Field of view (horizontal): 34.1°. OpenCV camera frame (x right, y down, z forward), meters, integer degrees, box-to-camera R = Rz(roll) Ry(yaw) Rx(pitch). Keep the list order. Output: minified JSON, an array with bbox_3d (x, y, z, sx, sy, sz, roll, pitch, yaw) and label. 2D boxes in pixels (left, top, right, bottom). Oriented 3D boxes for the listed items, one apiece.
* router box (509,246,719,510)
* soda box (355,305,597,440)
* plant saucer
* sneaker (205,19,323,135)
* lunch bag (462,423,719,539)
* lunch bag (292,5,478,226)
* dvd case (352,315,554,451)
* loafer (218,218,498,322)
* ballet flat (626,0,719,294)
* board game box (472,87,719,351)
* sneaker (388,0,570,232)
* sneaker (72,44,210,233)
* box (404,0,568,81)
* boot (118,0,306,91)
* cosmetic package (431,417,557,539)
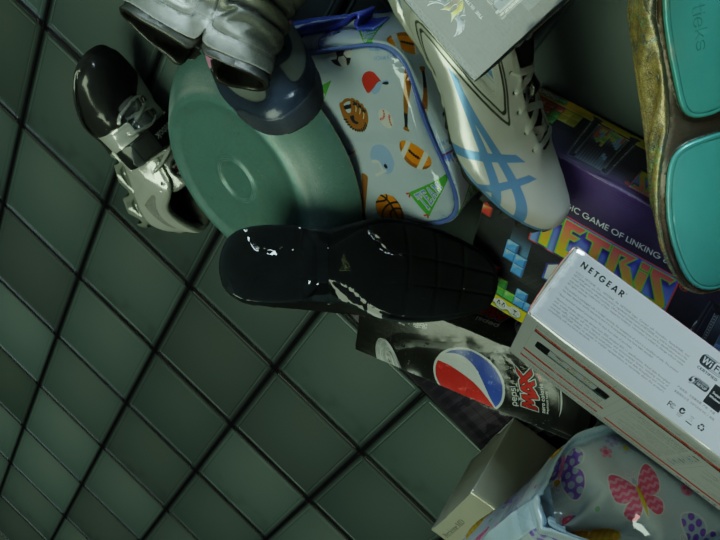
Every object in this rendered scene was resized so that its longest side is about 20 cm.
[{"bbox_3d":[0.187,0.079,0.719,0.199,0.049,0.180,37,174,9],"label":"router box"},{"bbox_3d":[0.098,0.057,0.909,0.198,0.071,0.064,22,128,21],"label":"soda box"},{"bbox_3d":[-0.085,-0.077,0.898,0.199,0.036,0.201,32,144,26],"label":"plant saucer"},{"bbox_3d":[-0.088,-0.179,0.802,0.201,0.070,0.082,60,178,33],"label":"sneaker"},{"bbox_3d":[0.178,0.192,0.858,0.170,0.198,0.128,121,137,-52],"label":"lunch bag"},{"bbox_3d":[0.004,-0.115,0.858,0.199,0.075,0.161,3,124,45],"label":"lunch bag"},{"bbox_3d":[0.089,0.071,1.002,0.200,0.016,0.149,46,143,0],"label":"dvd case"},{"bbox_3d":[0.000,0.000,0.854,0.198,0.074,0.072,7,175,3],"label":"loafer"},{"bbox_3d":[0.192,-0.088,0.687,0.070,0.070,0.202,7,117,41],"label":"ballet flat"},{"bbox_3d":[0.177,-0.007,0.804,0.199,0.057,0.166,31,143,19],"label":"board game box"},{"bbox_3d":[0.083,-0.111,0.704,0.072,0.072,0.201,-16,114,34],"label":"sneaker"},{"bbox_3d":[-0.185,-0.114,1.053,0.088,0.074,0.201,17,145,34],"label":"sneaker"},{"bbox_3d":[0.053,-0.224,0.597,0.200,0.051,0.158,48,121,-2],"label":"box"},{"bbox_3d":[-0.116,-0.211,0.742,0.199,0.131,0.068,33,169,0],"label":"boot"},{"bbox_3d":[0.174,0.232,0.996,0.199,0.087,0.104,35,145,5],"label":"cosmetic package"}]
